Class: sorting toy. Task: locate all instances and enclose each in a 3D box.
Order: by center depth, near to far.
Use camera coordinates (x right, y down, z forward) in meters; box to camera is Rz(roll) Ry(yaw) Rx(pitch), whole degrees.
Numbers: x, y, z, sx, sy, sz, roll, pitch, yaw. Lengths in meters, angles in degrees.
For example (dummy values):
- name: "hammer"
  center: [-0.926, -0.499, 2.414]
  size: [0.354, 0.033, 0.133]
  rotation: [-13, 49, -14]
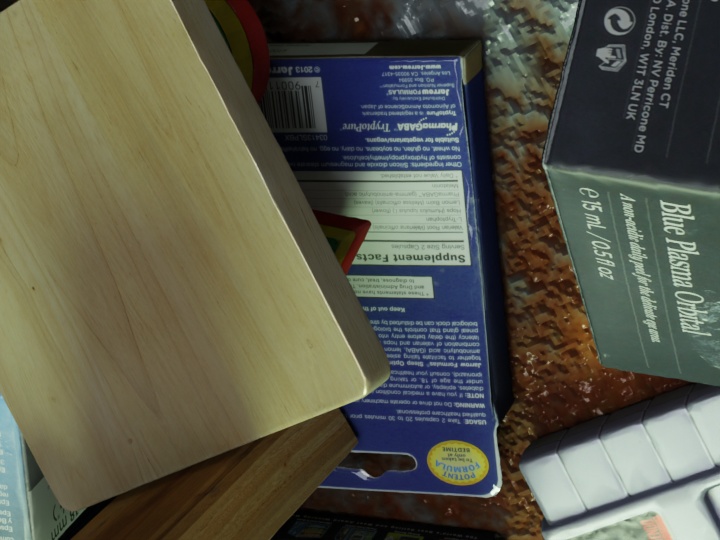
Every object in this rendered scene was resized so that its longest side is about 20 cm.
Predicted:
- name: "sorting toy"
  center: [-0.089, -0.023, 0.991]
  size: [0.199, 0.070, 0.200]
  rotation: [-24, 95, 42]

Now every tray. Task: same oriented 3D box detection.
- name: "tray"
  center: [-0.085, 0.114, 0.968]
  size: [0.098, 0.200, 0.037]
  rotation: [-27, 99, 30]

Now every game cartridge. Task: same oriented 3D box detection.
- name: "game cartridge"
  center: [0.165, 0.146, 1.027]
  size: [0.129, 0.038, 0.200]
  rotation: [-23, 103, 21]

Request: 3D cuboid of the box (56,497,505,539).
- name: "box"
  center: [-0.051, 0.158, 1.032]
  size: [0.199, 0.161, 0.049]
  rotation: [6, 114, 17]

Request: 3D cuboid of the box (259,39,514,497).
- name: "box"
  center: [0.000, 0.000, 1.020]
  size: [0.121, 0.032, 0.201]
  rotation: [2, 111, 20]

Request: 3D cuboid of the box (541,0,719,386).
- name: "box"
  center: [0.181, -0.033, 0.841]
  size: [0.199, 0.197, 0.118]
  rotation: [9, 70, 15]

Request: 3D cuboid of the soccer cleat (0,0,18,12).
- name: "soccer cleat"
  center: [-0.137, -0.187, 0.974]
  size: [0.077, 0.069, 0.200]
  rotation: [35, 112, 9]

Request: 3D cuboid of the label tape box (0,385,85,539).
- name: "label tape box"
  center: [-0.207, 0.126, 1.127]
  size: [0.144, 0.063, 0.201]
  rotation: [6, 116, 17]
